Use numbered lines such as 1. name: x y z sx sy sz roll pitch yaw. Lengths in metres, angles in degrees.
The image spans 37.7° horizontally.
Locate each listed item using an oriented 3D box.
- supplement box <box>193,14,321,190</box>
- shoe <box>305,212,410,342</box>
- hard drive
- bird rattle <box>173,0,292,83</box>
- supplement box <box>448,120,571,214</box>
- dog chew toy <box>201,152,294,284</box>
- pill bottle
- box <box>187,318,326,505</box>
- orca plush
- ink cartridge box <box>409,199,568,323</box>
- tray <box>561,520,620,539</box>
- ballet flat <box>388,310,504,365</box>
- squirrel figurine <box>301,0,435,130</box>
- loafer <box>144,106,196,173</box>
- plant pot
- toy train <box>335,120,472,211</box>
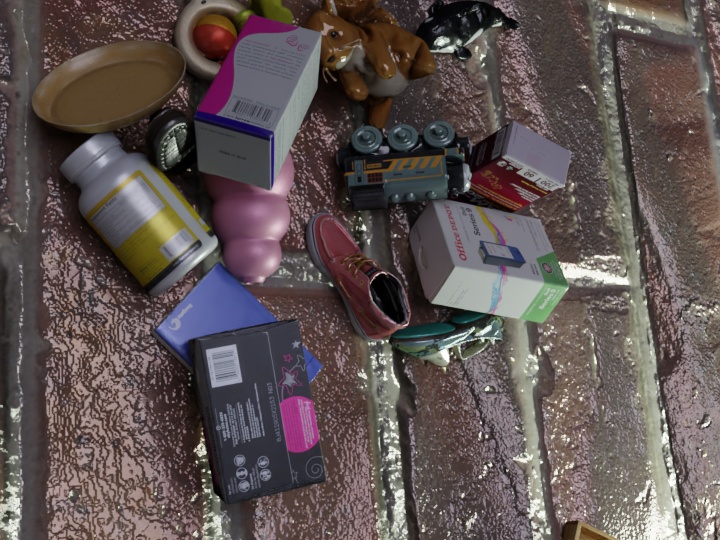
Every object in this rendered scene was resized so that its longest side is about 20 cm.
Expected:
1. supplement box: -0.126 -0.215 1.330 0.100 0.104 0.201 16 54 7
2. shoe: 0.000 0.000 1.467 0.071 0.091 0.201 -27 88 -32
3. hard drive: -0.159 0.104 1.388 0.200 0.025 0.132 46 60 -9
4. bird rattle: -0.184 -0.310 1.483 0.162 0.113 0.201 16 80 -11
5. supplement box: 0.205 -0.139 1.556 0.108 0.200 0.061 24 66 -19
6. dog chew toy: -0.147 -0.083 1.402 0.124 0.124 0.202 1 83 -28
7. pill bottle: -0.281 -0.075 1.326 0.200 0.112 0.112 50 59 -6
8. box: -0.132 0.171 1.303 0.131 0.115 0.202 -10 88 -16
9. orca plush: 0.182 -0.400 1.700 0.199 0.071 0.106 -6 78 -30
10. ink cartridge box: 0.185 -0.015 1.545 0.199 0.088 0.146 9 43 -23
11. tray: 0.380 0.456 1.566 0.199 0.037 0.099 28 64 -18
12. ballet flat: 0.131 0.102 1.526 0.199 0.074 0.075 -14 82 -27
13. squirrel figurine: -0.014 -0.335 1.529 0.186 0.141 0.201 16 50 -37
14. loafer: -0.246 -0.170 1.338 0.073 0.200 0.071 -43 90 -6
15. plant pot: -0.316 -0.230 1.338 0.200 0.199 0.028 -41 138 -31
16. toy train: 0.064 -0.147 1.518 0.198 0.085 0.115 -4 62 3
